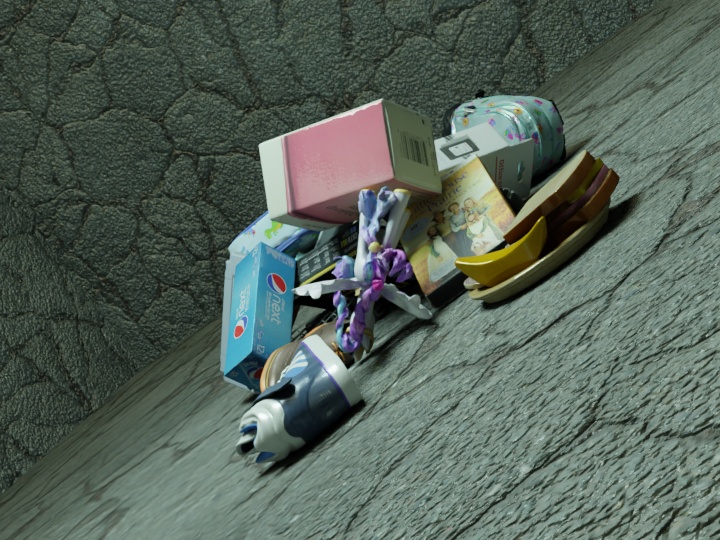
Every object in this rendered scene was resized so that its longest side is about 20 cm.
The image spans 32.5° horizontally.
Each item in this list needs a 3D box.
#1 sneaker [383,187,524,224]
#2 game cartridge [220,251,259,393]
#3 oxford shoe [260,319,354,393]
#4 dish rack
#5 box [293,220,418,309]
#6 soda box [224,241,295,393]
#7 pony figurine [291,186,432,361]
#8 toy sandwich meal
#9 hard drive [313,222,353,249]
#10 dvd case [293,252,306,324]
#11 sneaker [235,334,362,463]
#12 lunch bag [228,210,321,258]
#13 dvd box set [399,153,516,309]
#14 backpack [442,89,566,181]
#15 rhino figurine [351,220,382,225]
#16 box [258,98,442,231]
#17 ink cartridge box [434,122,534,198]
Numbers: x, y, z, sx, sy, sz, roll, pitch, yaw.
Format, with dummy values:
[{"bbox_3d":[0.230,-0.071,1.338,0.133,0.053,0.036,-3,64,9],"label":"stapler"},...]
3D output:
[{"bbox_3d":[0.124,-0.077,1.694,0.198,0.079,0.090,5,-2,6],"label":"sneaker"},{"bbox_3d":[-0.164,0.078,1.857,0.041,0.202,0.133,-1,8,-39],"label":"game cartridge"},{"bbox_3d":[-0.057,0.111,1.568,0.073,0.072,0.200,-26,11,37],"label":"oxford shoe"},{"bbox_3d":[-0.067,0.109,1.737,0.153,0.055,0.200,-33,8,45],"label":"dish rack"},{"bbox_3d":[0.000,0.000,1.763,0.159,0.050,0.200,10,-28,-40],"label":"box"},{"bbox_3d":[-0.136,0.062,1.691,0.068,0.064,0.201,-40,33,36],"label":"soda box"},{"bbox_3d":[0.014,0.003,1.490,0.193,0.165,0.201,79,-157,-79],"label":"pony figurine"},{"bbox_3d":[0.185,-0.044,1.319,0.205,0.070,0.205,-37,6,4],"label":"toy sandwich meal"},{"bbox_3d":[-0.007,-0.086,1.936,0.139,0.033,0.201,2,-67,-65],"label":"hard drive"},{"bbox_3d":[-0.115,0.062,1.968,0.200,0.022,0.147,105,-176,-78],"label":"dvd case"},{"bbox_3d":[-0.084,0.147,1.367,0.146,0.081,0.200,-34,11,-8],"label":"sneaker"},{"bbox_3d":[-0.109,-0.051,1.978,0.160,0.083,0.200,-35,-10,25],"label":"lunch bag"},{"bbox_3d":[0.122,-0.054,1.559,0.146,0.029,0.200,-35,33,10],"label":"dvd box set"},{"bbox_3d":[0.225,-0.198,1.937,0.126,0.168,0.199,-29,16,-35],"label":"backpack"},{"bbox_3d":[0.001,-0.020,1.907,0.087,0.060,0.201,-43,-31,-31],"label":"rhino figurine"},{"bbox_3d":[-0.013,-0.132,1.606,0.199,0.110,0.128,-16,-14,31],"label":"box"},{"bbox_3d":[0.147,-0.135,1.781,0.199,0.067,0.116,-21,-43,-18],"label":"ink cartridge box"}]
